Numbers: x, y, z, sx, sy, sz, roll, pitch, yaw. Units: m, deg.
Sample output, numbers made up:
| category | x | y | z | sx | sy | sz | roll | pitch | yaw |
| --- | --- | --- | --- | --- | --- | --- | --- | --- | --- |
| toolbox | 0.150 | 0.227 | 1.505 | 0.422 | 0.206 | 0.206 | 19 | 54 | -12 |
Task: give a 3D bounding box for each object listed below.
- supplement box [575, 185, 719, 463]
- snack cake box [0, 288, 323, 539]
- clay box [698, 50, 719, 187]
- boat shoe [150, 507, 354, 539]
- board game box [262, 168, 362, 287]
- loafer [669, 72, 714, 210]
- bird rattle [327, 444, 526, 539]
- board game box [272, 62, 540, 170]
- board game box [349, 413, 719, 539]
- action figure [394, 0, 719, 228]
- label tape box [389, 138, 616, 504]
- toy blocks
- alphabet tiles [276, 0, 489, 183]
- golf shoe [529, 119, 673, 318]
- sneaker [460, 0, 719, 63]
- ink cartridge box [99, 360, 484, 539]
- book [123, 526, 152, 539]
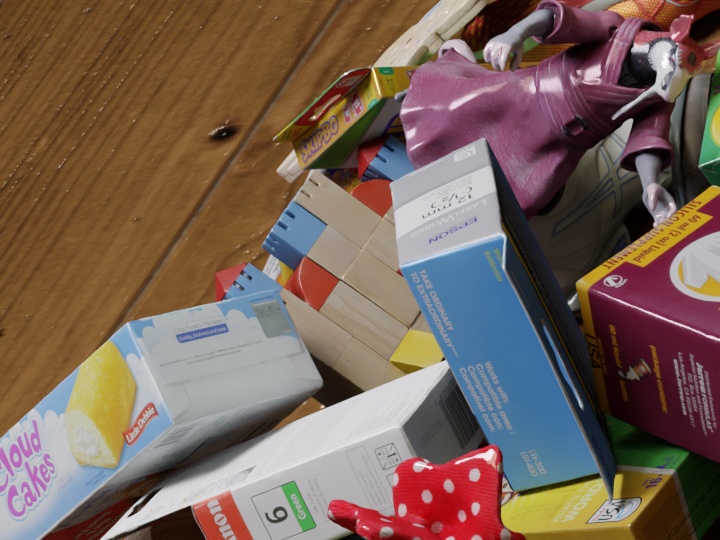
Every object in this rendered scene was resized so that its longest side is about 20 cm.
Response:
| category | x | y | z | sx | sy | sz | roll | pitch | yaw |
| --- | --- | --- | --- | --- | --- | --- | --- | --- | --- |
| supplement box | 0.219 | 0.041 | 1.490 | 0.110 | 0.086 | 0.200 | -34 | 37 | -29 |
| snack cake box | -0.126 | 0.092 | 1.733 | 0.115 | 0.067 | 0.200 | -14 | -19 | -43 |
| clay box | 0.246 | -0.092 | 1.678 | 0.048 | 0.115 | 0.200 | -21 | 34 | 30 |
| boat shoe | -0.029 | 0.141 | 1.742 | 0.200 | 0.074 | 0.069 | -6 | 41 | 33 |
| board game box | 0.021 | -0.049 | 1.959 | 0.134 | 0.045 | 0.200 | -14 | 39 | 39 |
| loafer | 0.211 | -0.036 | 1.710 | 0.063 | 0.072 | 0.200 | -7 | 47 | 16 |
| bird rattle | 0.050 | 0.185 | 1.468 | 0.163 | 0.200 | 0.113 | -38 | 20 | 49 |
| board game box | 0.050 | -0.096 | 1.843 | 0.096 | 0.200 | 0.030 | -40 | 60 | 48 |
| board game box | 0.112 | 0.112 | 1.597 | 0.200 | 0.040 | 0.153 | -9 | 27 | 44 |
| action figure | 0.123 | -0.090 | 1.678 | 0.200 | 0.134 | 0.149 | -26 | 11 | 28 |
| label tape box | 0.074 | 0.033 | 1.569 | 0.066 | 0.144 | 0.200 | -24 | 19 | 9 |
| toy blocks | 0.000 | 0.000 | 1.791 | 0.200 | 0.137 | 0.100 | -55 | 0 | -27 |
| alphabet tiles | 0.026 | -0.132 | 1.930 | 0.200 | 0.015 | 0.196 | -41 | 8 | 34 |
| golf shoe | 0.136 | -0.067 | 1.795 | 0.078 | 0.097 | 0.200 | -16 | 36 | 41 |
| sneaker | 0.162 | -0.158 | 1.922 | 0.200 | 0.077 | 0.073 | -19 | 39 | 6 |
| ink cartridge box | -0.037 | 0.119 | 1.632 | 0.200 | 0.050 | 0.109 | -23 | 9 | 23 |
| book | -0.162 | 0.176 | 1.875 | 0.134 | 0.048 | 0.200 | -48 | 31 | -17 |
